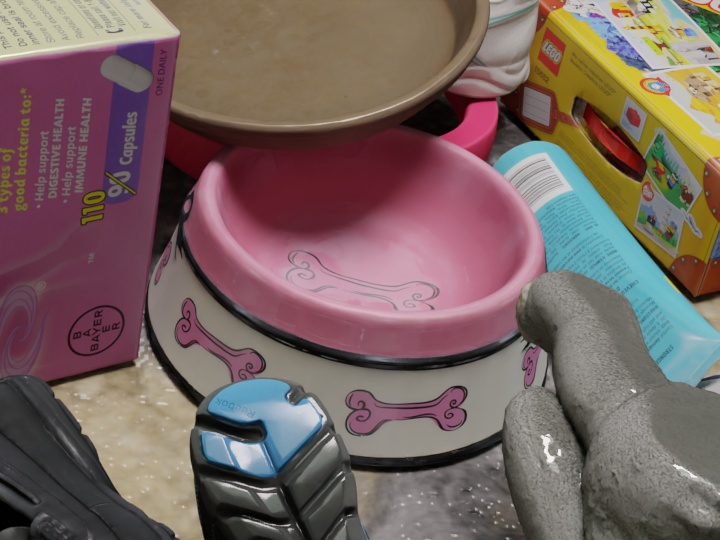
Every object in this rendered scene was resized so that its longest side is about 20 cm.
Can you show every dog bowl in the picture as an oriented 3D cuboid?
[{"bbox_3d":[0.000,0.000,0.915,0.199,0.074,0.200,9,35,-6],"label":"dog bowl"}]

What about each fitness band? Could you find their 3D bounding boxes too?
[{"bbox_3d":[-0.021,-0.090,1.068,0.199,0.038,0.144,-5,41,-21],"label":"fitness band"}]

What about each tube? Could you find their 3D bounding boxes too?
[{"bbox_3d":[0.116,0.006,0.949,0.050,0.078,0.200,22,25,-29],"label":"tube"}]

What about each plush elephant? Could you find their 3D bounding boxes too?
[{"bbox_3d":[0.114,0.125,0.726,0.164,0.155,0.200,20,27,-6],"label":"plush elephant"}]

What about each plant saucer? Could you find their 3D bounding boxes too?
[{"bbox_3d":[-0.035,-0.125,0.962,0.199,0.030,0.201,0,44,0],"label":"plant saucer"}]

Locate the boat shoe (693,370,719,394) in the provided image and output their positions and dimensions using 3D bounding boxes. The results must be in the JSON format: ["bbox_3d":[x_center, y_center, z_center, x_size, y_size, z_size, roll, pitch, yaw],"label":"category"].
[{"bbox_3d":[0.224,0.062,0.831,0.066,0.072,0.200,-41,17,-27],"label":"boat shoe"}]

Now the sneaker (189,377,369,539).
[{"bbox_3d":[-0.010,0.140,0.718,0.073,0.082,0.201,-13,63,-11],"label":"sneaker"}]

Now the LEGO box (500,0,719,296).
[{"bbox_3d":[0.198,-0.083,1.087,0.148,0.077,0.200,-10,41,-29],"label":"LEGO box"}]

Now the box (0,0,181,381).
[{"bbox_3d":[-0.193,-0.035,0.813,0.199,0.176,0.097,-12,42,-31],"label":"box"}]

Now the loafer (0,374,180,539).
[{"bbox_3d":[-0.111,0.116,0.731,0.070,0.068,0.200,-25,46,-26],"label":"loafer"}]

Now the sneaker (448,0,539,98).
[{"bbox_3d":[0.007,-0.143,1.050,0.199,0.080,0.071,-5,43,-21],"label":"sneaker"}]
